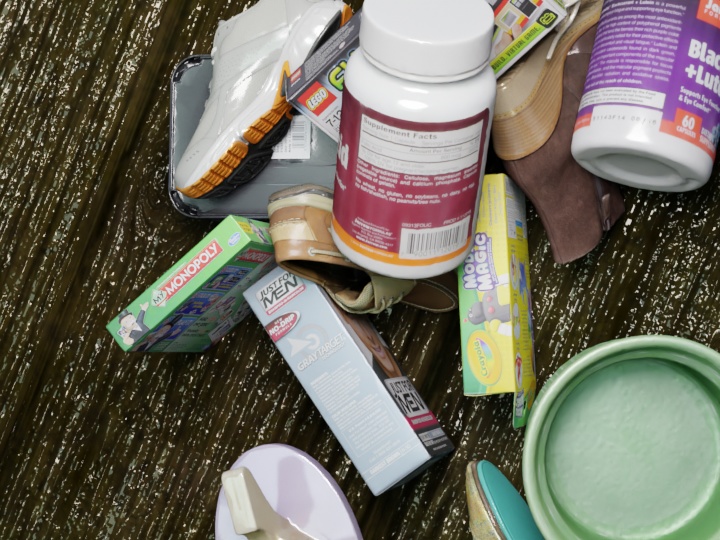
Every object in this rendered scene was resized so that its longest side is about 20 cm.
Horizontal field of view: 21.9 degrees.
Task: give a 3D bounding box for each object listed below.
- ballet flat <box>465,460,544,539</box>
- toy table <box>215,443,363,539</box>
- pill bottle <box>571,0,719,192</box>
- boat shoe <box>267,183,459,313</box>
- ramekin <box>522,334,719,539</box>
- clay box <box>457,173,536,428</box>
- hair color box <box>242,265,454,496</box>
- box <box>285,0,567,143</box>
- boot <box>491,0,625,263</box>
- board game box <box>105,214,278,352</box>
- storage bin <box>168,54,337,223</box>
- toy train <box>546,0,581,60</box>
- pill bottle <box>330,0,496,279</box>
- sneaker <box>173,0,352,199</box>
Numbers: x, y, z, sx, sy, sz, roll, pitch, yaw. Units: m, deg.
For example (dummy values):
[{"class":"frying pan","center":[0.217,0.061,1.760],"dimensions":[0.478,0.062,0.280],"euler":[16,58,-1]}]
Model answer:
[{"class":"ballet flat","center":[0.136,0.251,1.531],"dimensions":[0.071,0.071,0.200],"euler":[-41,80,9]},{"class":"toy table","center":[-0.070,0.249,1.550],"dimensions":[0.183,0.117,0.201],"euler":[-28,83,11]},{"class":"pill bottle","center":[0.237,-0.172,1.448],"dimensions":[0.111,0.111,0.201],"euler":[11,78,13]},{"class":"boat shoe","center":[0.000,0.000,1.509],"dimensions":[0.075,0.199,0.074],"euler":[-22,53,44]},{"class":"ramekin","center":[0.222,0.147,1.473],"dimensions":[0.198,0.098,0.202],"euler":[0,93,-2]},{"class":"clay box","center":[0.110,0.027,1.515],"dimensions":[0.047,0.115,0.202],"euler":[-3,87,14]},{"class":"hair color box","center":[-0.008,0.084,1.548],"dimensions":[0.060,0.099,0.201],"euler":[-36,81,11]},{"class":"box","center":[0.048,-0.170,1.428],"dimensions":[0.110,0.035,0.200],"euler":[36,116,-26]},{"class":"boot","center":[0.178,-0.123,1.521],"dimensions":[0.072,0.200,0.167],"euler":[-2,124,43]},{"class":"board game box","center":[-0.117,0.014,1.525],"dimensions":[0.134,0.200,0.029],"euler":[-42,79,8]},{"class":"storage bin","center":[-0.053,-0.109,1.569],"dimensions":[0.198,0.094,0.136],"euler":[1,88,14]},{"class":"toy train","center":[0.157,-0.278,1.435],"dimensions":[0.115,0.085,0.201],"euler":[34,82,-22]},{"class":"pill bottle","center":[0.040,-0.105,1.381],"dimensions":[0.113,0.114,0.201],"euler":[16,126,13]},{"class":"sneaker","center":[-0.095,-0.151,1.503],"dimensions":[0.092,0.076,0.200],"euler":[38,89,19]}]
